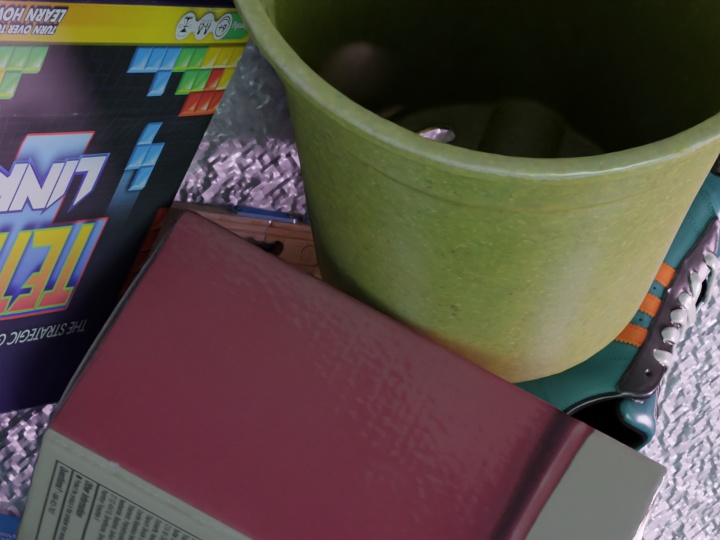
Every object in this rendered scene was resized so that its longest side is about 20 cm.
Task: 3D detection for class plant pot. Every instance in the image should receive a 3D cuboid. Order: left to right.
[{"bbox_3d":[0.051,-0.061,0.910,0.200,0.201,0.184,-23,150,-16],"label":"plant pot"}]

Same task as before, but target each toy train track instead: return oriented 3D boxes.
[{"bbox_3d":[0.000,0.000,1.022,0.200,0.033,0.115,8,116,-34],"label":"toy train track"}]

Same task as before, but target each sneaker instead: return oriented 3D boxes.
[{"bbox_3d":[0.102,0.033,1.049,0.200,0.080,0.071,-40,155,-23],"label":"sneaker"}]

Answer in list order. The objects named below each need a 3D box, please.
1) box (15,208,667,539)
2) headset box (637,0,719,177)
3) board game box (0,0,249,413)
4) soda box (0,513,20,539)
[{"bbox_3d":[-0.011,0.090,0.934,0.109,0.200,0.128,-60,178,-31],"label":"box"},{"bbox_3d":[0.185,-0.151,0.991,0.200,0.093,0.174,-19,128,-18],"label":"headset box"},{"bbox_3d":[-0.134,-0.028,0.848,0.200,0.057,0.166,-9,128,-60],"label":"board game box"},{"bbox_3d":[-0.194,0.121,0.963,0.200,0.068,0.064,18,110,-38],"label":"soda box"}]
